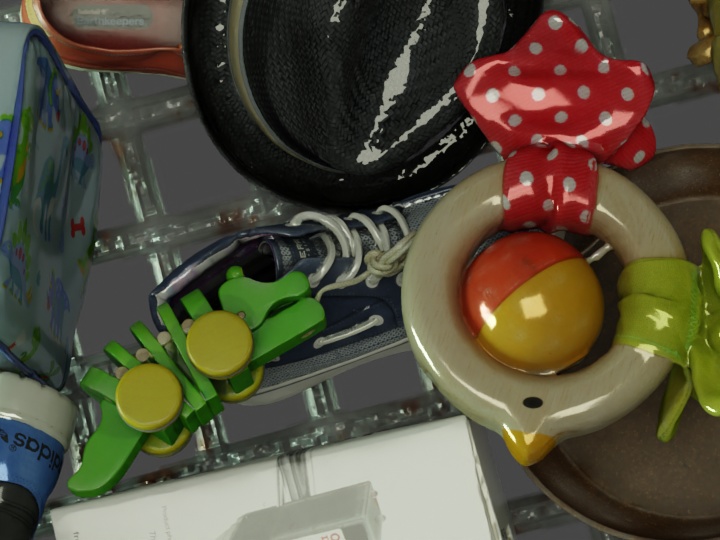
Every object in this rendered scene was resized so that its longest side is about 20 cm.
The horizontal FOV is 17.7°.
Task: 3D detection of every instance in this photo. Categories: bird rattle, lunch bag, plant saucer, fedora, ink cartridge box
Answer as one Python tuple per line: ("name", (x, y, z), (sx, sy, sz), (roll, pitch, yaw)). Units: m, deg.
("bird rattle", (0.093, -0.006, 1.033), (0.163, 0.113, 0.200), (-35, 83, -11))
("lunch bag", (-0.177, -0.029, 1.095), (0.082, 0.200, 0.161), (7, 77, 5))
("plant saucer", (0.160, 0.038, 1.113), (0.200, 0.034, 0.201), (-7, 68, 18))
("fedora", (0.010, -0.116, 1.104), (0.200, 0.092, 0.201), (-3, 106, -12))
("ink cartridge box", (-0.030, 0.128, 1.103), (0.199, 0.147, 0.083), (-13, 85, 5))

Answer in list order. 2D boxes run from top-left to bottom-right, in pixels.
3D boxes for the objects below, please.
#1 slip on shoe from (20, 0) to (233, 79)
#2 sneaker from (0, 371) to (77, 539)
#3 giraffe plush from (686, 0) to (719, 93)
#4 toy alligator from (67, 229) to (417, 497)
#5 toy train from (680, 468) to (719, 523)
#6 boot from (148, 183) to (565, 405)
("slip on shoe", (-0.072, -0.130, 1.159), (0.199, 0.061, 0.074), (0, 86, 0))
("sneaker", (-0.209, 0.119, 1.099), (0.077, 0.200, 0.111), (29, 63, -30))
("giraffe plush", (0.229, -0.144, 1.073), (0.200, 0.172, 0.162), (45, 113, 23))
("toy alligator", (-0.062, 0.027, 1.062), (0.200, 0.059, 0.054), (-37, 75, -8))
("toy train", (0.213, 0.166, 1.080), (0.046, 0.034, 0.200), (-47, 59, 20))
("boot", (0.000, 0.000, 1.120), (0.200, 0.090, 0.073), (-28, 61, 8))
